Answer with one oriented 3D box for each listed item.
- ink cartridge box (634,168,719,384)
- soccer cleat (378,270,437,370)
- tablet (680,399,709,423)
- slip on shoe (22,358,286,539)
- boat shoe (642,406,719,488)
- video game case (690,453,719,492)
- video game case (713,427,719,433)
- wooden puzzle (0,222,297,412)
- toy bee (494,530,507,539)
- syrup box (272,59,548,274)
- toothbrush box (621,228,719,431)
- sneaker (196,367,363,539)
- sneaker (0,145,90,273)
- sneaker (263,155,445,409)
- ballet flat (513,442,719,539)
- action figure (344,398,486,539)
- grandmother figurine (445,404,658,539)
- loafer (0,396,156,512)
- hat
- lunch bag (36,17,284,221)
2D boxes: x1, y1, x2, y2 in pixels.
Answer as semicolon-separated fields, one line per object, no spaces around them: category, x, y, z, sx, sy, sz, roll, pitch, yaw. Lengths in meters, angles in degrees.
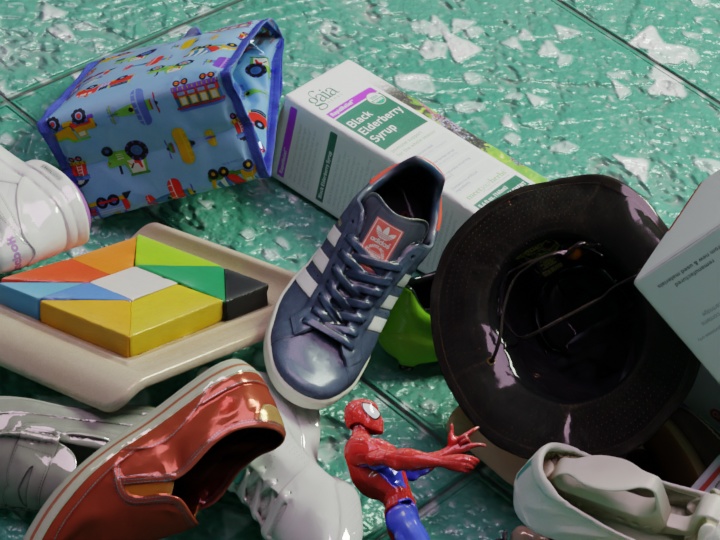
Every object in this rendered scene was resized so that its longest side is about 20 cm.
ink cartridge box;0.285;0.030;1.391;0.200;0.083;0.146;49;38;-6
soccer cleat;0.105;0.020;1.576;0.200;0.081;0.068;-10;45;-24
tablet;0.245;0.039;1.598;0.130;0.014;0.200;6;41;-20
slip on shoe;-0.128;0.137;1.338;0.200;0.074;0.061;-39;59;-9
boat shoe;0.253;0.168;1.451;0.070;0.070;0.200;-16;55;-20
video game case;0.289;0.193;1.378;0.200;0.017;0.143;35;60;22
video game case;0.341;0.087;1.603;0.182;0.022;0.200;11;40;-2
wooden puzzle;-0.154;0.021;1.493;0.185;0.037;0.200;20;32;37
toy bee;0.143;0.224;1.309;0.131;0.109;0.200;21;43;-57
syrup box;0.034;-0.071;1.665;0.200;0.082;0.079;34;43;22
toothbrush box;0.285;0.021;1.558;0.146;0.086;0.200;38;40;17
sneaker;-0.062;0.132;1.393;0.088;0.075;0.200;24;22;-29
sneaker;-0.284;-0.055;1.553;0.200;0.075;0.100;24;44;37
sneaker;0.000;0.000;1.461;0.075;0.085;0.200;30;53;-6
ballet flat;0.190;0.154;1.352;0.200;0.070;0.069;17;40;10
action figure;0.054;0.155;1.376;0.099;0.065;0.200;-23;61;-6
grandmother figurine;0.148;0.146;1.457;0.200;0.061;0.121;35;71;28
loafer;-0.197;0.122;1.389;0.200;0.070;0.070;-2;33;-17
hat;0.145;0.041;1.469;0.200;0.081;0.201;-7;70;21
lunch bag;-0.142;-0.137;1.667;0.150;0.094;0.200;-14;29;13
